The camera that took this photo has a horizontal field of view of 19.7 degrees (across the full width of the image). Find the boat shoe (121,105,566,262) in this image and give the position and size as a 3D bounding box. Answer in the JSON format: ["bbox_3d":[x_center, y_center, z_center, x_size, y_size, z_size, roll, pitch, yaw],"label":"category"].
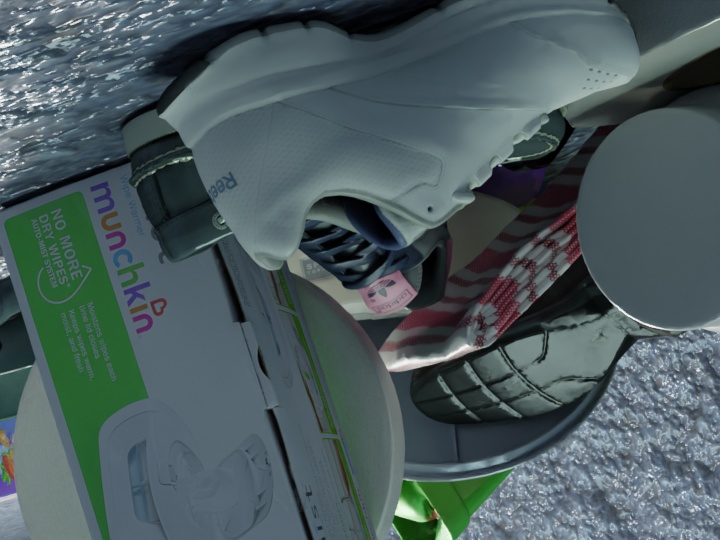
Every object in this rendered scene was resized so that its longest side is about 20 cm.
[{"bbox_3d":[0.000,-0.040,0.851,0.199,0.062,0.073,-6,168,-28],"label":"boat shoe"}]

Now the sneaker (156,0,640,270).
[{"bbox_3d":[0.023,-0.054,0.783,0.199,0.088,0.074,-17,170,-25],"label":"sneaker"}]

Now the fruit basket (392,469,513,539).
[{"bbox_3d":[-0.016,0.093,1.284,0.214,0.217,0.156,-17,172,-13],"label":"fruit basket"}]

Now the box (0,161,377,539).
[{"bbox_3d":[-0.070,0.061,0.944,0.096,0.201,0.176,-19,173,7],"label":"box"}]

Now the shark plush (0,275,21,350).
[{"bbox_3d":[-0.198,0.028,0.929,0.199,0.091,0.084,-3,133,-48],"label":"shark plush"}]

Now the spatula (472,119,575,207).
[{"bbox_3d":[0.092,-0.061,1.139,0.056,0.021,0.200,-15,171,-13],"label":"spatula"}]

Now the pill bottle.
[{"bbox_3d":[0.190,-0.032,0.965,0.114,0.115,0.199,-24,171,37],"label":"pill bottle"}]

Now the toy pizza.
[{"bbox_3d":[0.050,0.044,1.195,0.199,0.201,0.032,-18,138,-6],"label":"toy pizza"}]

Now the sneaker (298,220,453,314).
[{"bbox_3d":[0.001,-0.022,0.970,0.070,0.082,0.200,-20,172,21],"label":"sneaker"}]

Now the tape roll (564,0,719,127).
[{"bbox_3d":[0.176,-0.115,0.906,0.202,0.037,0.203,-19,172,-3],"label":"tape roll"}]

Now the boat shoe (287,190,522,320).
[{"bbox_3d":[0.000,0.000,1.167,0.199,0.072,0.068,-15,-177,-13],"label":"boat shoe"}]

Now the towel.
[{"bbox_3d":[0.094,-0.024,1.063,0.200,0.030,0.146,-44,-175,-18],"label":"towel"}]

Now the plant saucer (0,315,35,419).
[{"bbox_3d":[-0.219,0.060,1.185,0.200,0.039,0.201,-18,173,-2],"label":"plant saucer"}]

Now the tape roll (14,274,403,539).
[{"bbox_3d":[-0.077,0.093,1.060,0.202,0.204,0.037,-20,173,9],"label":"tape roll"}]

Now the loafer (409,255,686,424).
[{"bbox_3d":[0.112,0.017,1.111,0.199,0.073,0.073,-28,134,17],"label":"loafer"}]

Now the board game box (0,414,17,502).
[{"bbox_3d":[-0.217,0.119,1.306,0.134,0.045,0.200,-21,176,35],"label":"board game box"}]

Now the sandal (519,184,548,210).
[{"bbox_3d":[0.127,-0.023,1.327,0.087,0.080,0.200,-23,-179,-8],"label":"sandal"}]
